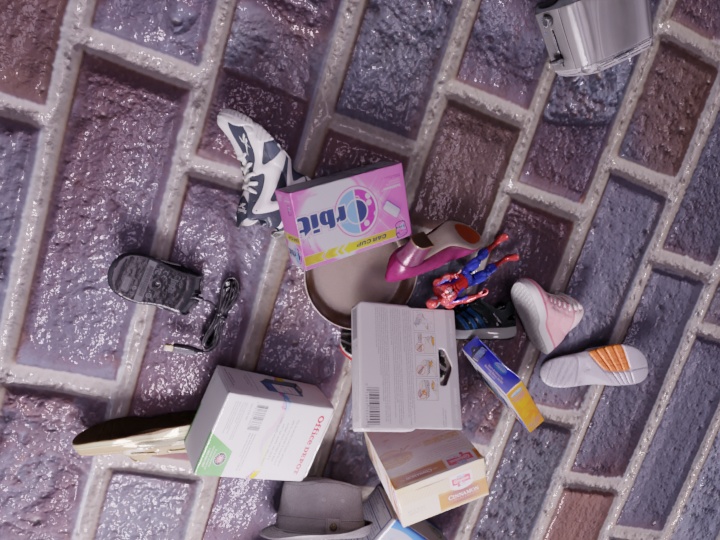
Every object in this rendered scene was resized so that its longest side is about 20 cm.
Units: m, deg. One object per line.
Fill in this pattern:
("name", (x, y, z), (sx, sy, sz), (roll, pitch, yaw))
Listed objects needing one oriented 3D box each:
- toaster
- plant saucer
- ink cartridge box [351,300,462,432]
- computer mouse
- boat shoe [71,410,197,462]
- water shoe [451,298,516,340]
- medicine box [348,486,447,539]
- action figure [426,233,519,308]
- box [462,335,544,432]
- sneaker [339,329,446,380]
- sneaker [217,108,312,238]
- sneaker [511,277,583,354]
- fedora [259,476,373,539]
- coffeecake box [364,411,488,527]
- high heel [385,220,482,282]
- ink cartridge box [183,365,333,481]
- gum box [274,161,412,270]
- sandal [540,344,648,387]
("toaster", (0.390, -0.405, 0.886), (0.198, 0.114, 0.130), (-27, 113, -10))
("plant saucer", (0.000, 0.000, 0.920), (0.198, 0.032, 0.203), (-4, 105, -14))
("ink cartridge box", (0.073, 0.158, 0.886), (0.174, 0.045, 0.202), (7, 70, -19))
("computer mouse", (-0.298, 0.054, 0.846), (0.198, 0.046, 0.142), (16, 94, -30))
("boat shoe", (-0.352, 0.276, 0.872), (0.198, 0.072, 0.066), (-4, 103, -20))
("water shoe", (0.188, 0.086, 0.983), (0.198, 0.071, 0.080), (3, 81, -20))
("medicine box", (0.048, 0.553, 1.031), (0.182, 0.103, 0.200), (41, 91, -20))
("action figure", (0.197, 0.005, 0.914), (0.199, 0.099, 0.066), (-34, 96, -19))
("box", (0.248, 0.196, 0.952), (0.041, 0.119, 0.200), (-42, 135, 0))
("sneaker", (0.050, 0.166, 0.954), (0.198, 0.077, 0.085), (21, 137, -6))
("sneaker", (-0.164, -0.132, 0.816), (0.130, 0.079, 0.199), (-50, 121, -8))
("sneaker", (0.344, 0.060, 0.991), (0.104, 0.075, 0.201), (-38, 132, -6))
("fedora", (-0.074, 0.411, 0.951), (0.197, 0.177, 0.091), (5, 72, -8))
("coffeecake box", (0.105, 0.322, 0.937), (0.152, 0.200, 0.074), (-15, 107, -11))
("high heel", (0.125, -0.030, 0.926), (0.198, 0.068, 0.096), (-6, 146, -41))
("ink cartridge box", (-0.162, 0.253, 0.884), (0.199, 0.087, 0.147), (20, 99, -34))
("gum box", (-0.017, -0.089, 0.822), (0.198, 0.066, 0.115), (-20, 111, -24))
("sandal", (0.458, 0.188, 1.082), (0.204, 0.059, 0.080), (-6, 89, 7))
